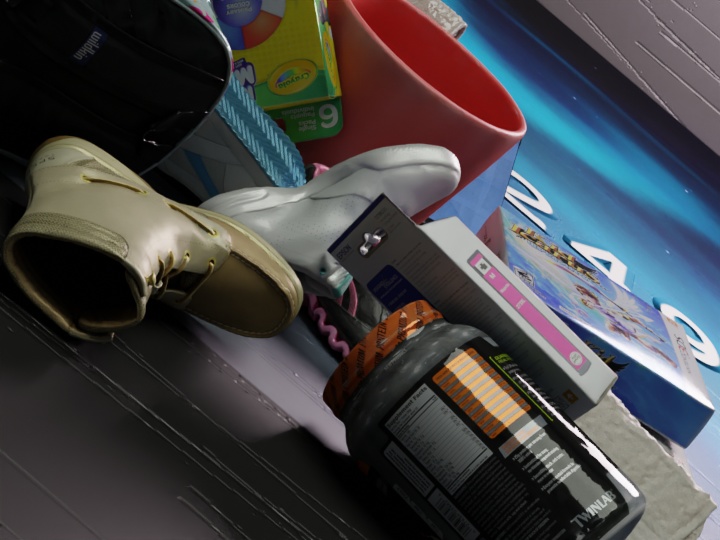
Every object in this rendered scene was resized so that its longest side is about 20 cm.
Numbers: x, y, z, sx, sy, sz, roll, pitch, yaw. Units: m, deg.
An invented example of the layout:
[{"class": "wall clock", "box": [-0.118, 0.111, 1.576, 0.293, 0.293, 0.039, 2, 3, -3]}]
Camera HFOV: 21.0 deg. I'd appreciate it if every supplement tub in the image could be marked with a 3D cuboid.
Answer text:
[{"class": "supplement tub", "box": [0.076, 0.121, 1.257, 0.200, 0.123, 0.123, 46, 18, 16]}]

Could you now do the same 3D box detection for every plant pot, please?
[{"class": "plant pot", "box": [0.006, -0.110, 1.575, 0.200, 0.177, 0.200, 35, 19, -14]}]

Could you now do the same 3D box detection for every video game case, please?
[{"class": "video game case", "box": [0.187, 0.042, 1.592, 0.200, 0.045, 0.181, 33, 17, -11]}]

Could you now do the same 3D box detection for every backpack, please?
[{"class": "backpack", "box": [-0.191, -0.154, 1.284, 0.200, 0.178, 0.151, 31, 24, -40]}]

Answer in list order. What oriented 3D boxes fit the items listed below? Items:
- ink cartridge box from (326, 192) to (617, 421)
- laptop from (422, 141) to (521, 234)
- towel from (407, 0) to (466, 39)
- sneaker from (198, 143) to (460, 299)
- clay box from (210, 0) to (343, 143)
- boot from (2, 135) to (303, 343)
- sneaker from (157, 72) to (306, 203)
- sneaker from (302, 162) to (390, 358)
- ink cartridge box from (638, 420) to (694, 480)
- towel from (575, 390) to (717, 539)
[{"class": "ink cartridge box", "box": [0.073, 0.030, 1.314, 0.200, 0.095, 0.037, 43, 55, -2]}, {"class": "laptop", "box": [0.096, -0.059, 1.747, 0.187, 0.116, 0.200, 24, 24, -41]}, {"class": "towel", "box": [-0.022, -0.196, 1.705, 0.133, 0.200, 0.034, 45, -14, 11]}, {"class": "sneaker", "box": [-0.015, -0.024, 1.377, 0.075, 0.200, 0.089, 92, -22, -63]}, {"class": "clay box", "box": [-0.084, -0.192, 1.466, 0.048, 0.115, 0.200, -17, 98, -78]}, {"class": "boot", "box": [-0.125, 0.005, 1.203, 0.200, 0.073, 0.155, 34, 18, -15]}, {"class": "sneaker", "box": [-0.128, -0.119, 1.418, 0.200, 0.081, 0.077, 55, 30, -8]}, {"class": "sneaker", "box": [0.000, 0.000, 1.441, 0.200, 0.095, 0.079, 48, 16, 19]}, {"class": "ink cartridge box", "box": [0.197, 0.138, 1.557, 0.117, 0.067, 0.200, 34, 18, -13]}, {"class": "towel", "box": [0.151, 0.141, 1.377, 0.200, 0.034, 0.133, 48, 57, 1]}]
